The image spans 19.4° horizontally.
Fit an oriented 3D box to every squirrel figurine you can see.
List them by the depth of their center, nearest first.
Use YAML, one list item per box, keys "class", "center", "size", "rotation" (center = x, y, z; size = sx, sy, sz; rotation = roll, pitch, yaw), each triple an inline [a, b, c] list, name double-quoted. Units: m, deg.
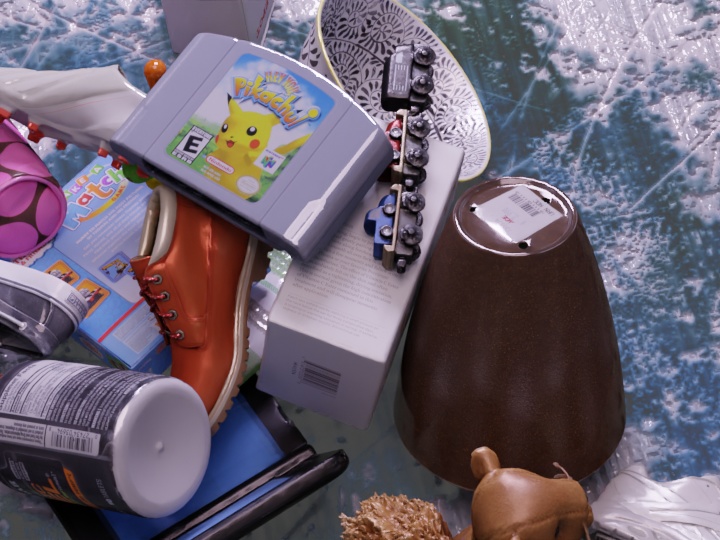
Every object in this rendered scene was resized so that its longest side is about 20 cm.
- class: "squirrel figurine"
  center: [0.086, 0.215, 1.536]
  size: [0.198, 0.187, 0.143]
  rotation: [-7, 58, -3]

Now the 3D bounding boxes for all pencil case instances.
- class: "pencil case"
  center: [-0.329, -0.094, 1.783]
  size: [0.094, 0.091, 0.200]
  rotation: [-43, 47, 2]

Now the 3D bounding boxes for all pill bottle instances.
- class: "pill bottle"
  center: [-0.217, 0.124, 1.611]
  size: [0.199, 0.106, 0.107]
  rotation: [5, 53, 40]

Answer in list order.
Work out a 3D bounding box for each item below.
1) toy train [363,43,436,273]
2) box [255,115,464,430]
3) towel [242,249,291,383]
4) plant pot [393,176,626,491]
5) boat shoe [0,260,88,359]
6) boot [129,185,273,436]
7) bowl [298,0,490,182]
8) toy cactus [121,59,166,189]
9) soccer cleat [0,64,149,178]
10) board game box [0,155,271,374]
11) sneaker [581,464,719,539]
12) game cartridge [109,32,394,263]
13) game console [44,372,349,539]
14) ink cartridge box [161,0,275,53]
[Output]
- class: "toy train"
  center: [0.030, -0.089, 1.611]
  size: [0.045, 0.034, 0.202]
  rotation: [5, 61, 0]
- class: "box"
  center: [0.000, 0.000, 1.650]
  size: [0.097, 0.125, 0.201]
  rotation: [20, 61, 4]
- class: "towel"
  center: [-0.086, 0.000, 1.750]
  size: [0.149, 0.031, 0.200]
  rotation: [32, 64, 35]
- class: "plant pot"
  center: [0.116, 0.034, 1.613]
  size: [0.185, 0.201, 0.188]
  rotation: [-1, 40, 1]
- class: "boat shoe"
  center: [-0.306, 0.033, 1.703]
  size: [0.199, 0.072, 0.068]
  rotation: [12, 58, 37]
- class: "boot"
  center: [-0.138, 0.033, 1.636]
  size: [0.106, 0.075, 0.202]
  rotation: [15, 79, -29]
- class: "bowl"
  center: [0.009, -0.134, 1.789]
  size: [0.094, 0.200, 0.202]
  rotation: [-38, 53, 31]
- class: "toy cactus"
  center: [-0.111, -0.117, 1.776]
  size: [0.164, 0.103, 0.200]
  rotation: [26, 26, 20]
- class: "soccer cleat"
  center: [-0.229, -0.137, 1.716]
  size: [0.199, 0.069, 0.078]
  rotation: [20, 78, 25]
- class: "board game box"
  center: [-0.195, -0.006, 1.746]
  size: [0.199, 0.037, 0.151]
  rotation: [33, 66, 34]
- class: "sneaker"
  center: [0.269, 0.203, 1.605]
  size: [0.199, 0.078, 0.100]
  rotation: [26, 59, 16]
- class: "game cartridge"
  center: [-0.080, -0.102, 1.608]
  size: [0.199, 0.041, 0.134]
  rotation: [29, 68, 26]
- class: "game console"
  center: [-0.132, 0.156, 1.628]
  size: [0.199, 0.176, 0.117]
  rotation: [-31, 90, -15]
- class: "ink cartridge box"
  center: [-0.125, -0.303, 1.855]
  size: [0.085, 0.201, 0.148]
  rotation: [8, 58, 9]
